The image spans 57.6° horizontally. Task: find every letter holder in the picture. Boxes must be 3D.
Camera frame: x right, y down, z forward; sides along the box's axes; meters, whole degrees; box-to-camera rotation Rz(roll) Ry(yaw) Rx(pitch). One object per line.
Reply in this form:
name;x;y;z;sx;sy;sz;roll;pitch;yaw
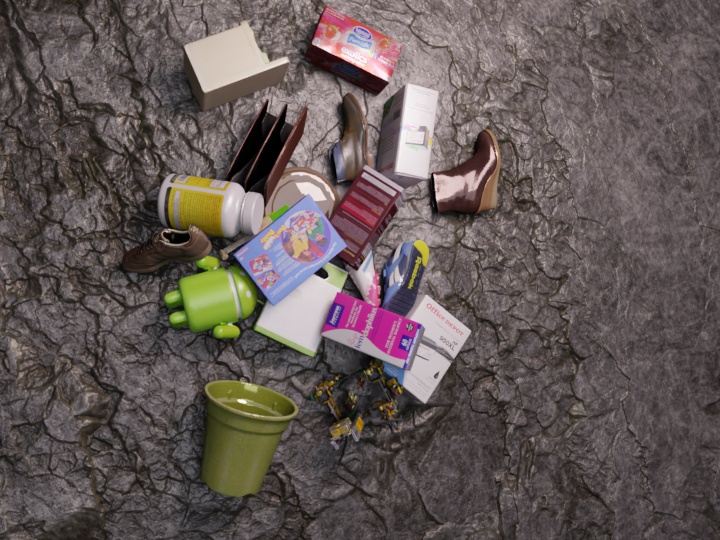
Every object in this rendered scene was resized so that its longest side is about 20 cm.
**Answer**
letter holder;-0.198;-0.261;1.385;0.099;0.142;0.203;26;74;-4

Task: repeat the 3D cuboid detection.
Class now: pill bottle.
pill bottle;-0.305;-0.130;1.351;0.196;0.112;0.115;9;84;6

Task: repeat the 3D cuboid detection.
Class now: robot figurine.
robot figurine;-0.305;0.059;1.368;0.197;0.116;0.178;-14;78;-16

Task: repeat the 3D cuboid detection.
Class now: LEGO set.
LEGO set;-0.011;0.292;1.407;0.197;0.116;0.156;-17;102;15

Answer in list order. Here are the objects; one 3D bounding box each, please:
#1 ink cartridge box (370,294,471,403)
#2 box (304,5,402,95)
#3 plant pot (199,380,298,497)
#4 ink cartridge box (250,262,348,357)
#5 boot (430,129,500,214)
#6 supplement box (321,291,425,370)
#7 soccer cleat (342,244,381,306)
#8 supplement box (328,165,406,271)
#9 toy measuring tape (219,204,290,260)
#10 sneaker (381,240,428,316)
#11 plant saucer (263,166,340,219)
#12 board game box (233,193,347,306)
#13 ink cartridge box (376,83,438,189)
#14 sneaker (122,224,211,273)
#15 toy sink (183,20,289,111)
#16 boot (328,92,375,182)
ink cartridge box;0.137;0.177;1.506;0.144;0.084;0.201;38;78;-10
box;-0.017;-0.498;1.490;0.197;0.095;0.101;23;80;-14
plant pot;-0.247;0.349;1.346;0.197;0.200;0.188;15;95;-14
ink cartridge box;-0.132;0.068;1.440;0.146;0.076;0.203;26;79;-13
boot;0.248;-0.236;1.565;0.163;0.072;0.204;-3;91;-18
supplement box;0.029;0.131;1.404;0.197;0.103;0.103;20;85;12
soccer cleat;0.000;0.000;1.492;0.085;0.070;0.204;-6;86;0
supplement box;0.002;-0.115;1.439;0.108;0.061;0.201;33;85;16
toy measuring tape;-0.205;-0.070;1.406;0.198;0.074;0.074;-35;96;-5
sneaker;0.089;0.025;1.506;0.074;0.082;0.203;31;78;-41
plant saucer;-0.134;-0.135;1.474;0.196;0.029;0.204;1;87;-17
board game box;-0.145;-0.042;1.357;0.199;0.045;0.135;-39;100;-7
ink cartridge box;0.102;-0.298;1.489;0.082;0.145;0.204;9;85;-17
sneaker;-0.404;-0.054;1.334;0.196;0.076;0.071;-12;47;10
toy sink;-0.268;-0.443;1.399;0.197;0.130;0.114;-25;93;-15
boot;-0.033;-0.297;1.487;0.095;0.075;0.204;-16;93;-19
